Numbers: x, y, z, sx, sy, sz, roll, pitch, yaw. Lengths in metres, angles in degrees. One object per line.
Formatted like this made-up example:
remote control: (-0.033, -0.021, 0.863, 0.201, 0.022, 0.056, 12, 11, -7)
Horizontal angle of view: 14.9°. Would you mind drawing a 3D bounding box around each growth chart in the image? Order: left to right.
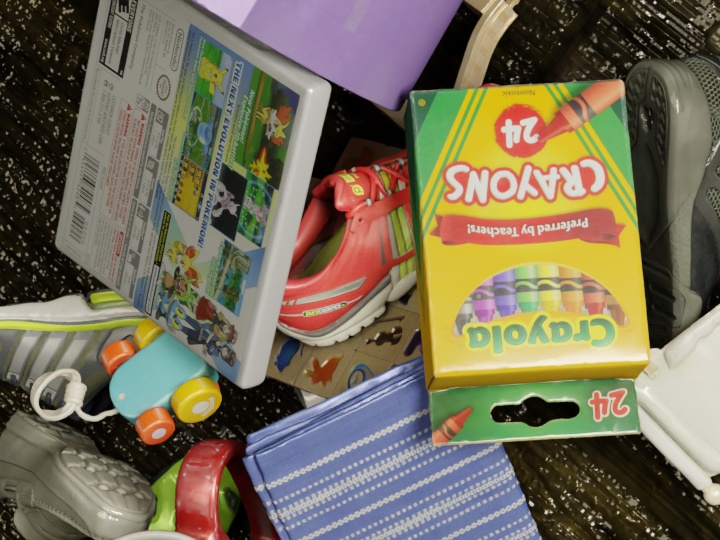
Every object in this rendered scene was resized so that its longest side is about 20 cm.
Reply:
growth chart: (0.250, 0.056, 1.597, 0.200, 0.018, 0.145, -34, 113, 14)

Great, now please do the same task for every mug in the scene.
mug: (-0.071, 0.205, 1.649, 0.133, 0.200, 0.178, 37, 98, 20)

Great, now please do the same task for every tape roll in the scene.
tape roll: (-0.042, -0.178, 1.604, 0.199, 0.200, 0.085, 32, 96, 20)

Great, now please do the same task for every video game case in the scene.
video game case: (-0.103, -0.059, 1.621, 0.182, 0.022, 0.201, 35, 124, 34)

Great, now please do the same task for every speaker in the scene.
speaker: (0.056, 0.029, 1.678, 0.200, 0.081, 0.081, -36, 74, 15)

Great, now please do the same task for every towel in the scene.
towel: (0.027, 0.150, 1.628, 0.144, 0.024, 0.201, -25, 118, -5)

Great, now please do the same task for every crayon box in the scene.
crayon box: (0.096, -0.005, 1.568, 0.126, 0.051, 0.201, -4, 77, -5)

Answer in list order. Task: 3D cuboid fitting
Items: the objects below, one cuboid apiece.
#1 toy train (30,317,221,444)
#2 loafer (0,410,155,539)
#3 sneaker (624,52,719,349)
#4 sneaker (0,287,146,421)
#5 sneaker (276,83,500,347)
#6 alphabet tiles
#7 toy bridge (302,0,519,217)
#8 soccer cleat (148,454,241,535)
toy train: (-0.120, 0.017, 1.711, 0.150, 0.056, 0.201, 11, 72, 30)
loafer: (-0.182, 0.144, 1.725, 0.200, 0.070, 0.070, 25, 96, 66)
sneaker: (0.211, -0.035, 1.624, 0.076, 0.114, 0.201, 35, 130, 55)
sneaker: (-0.204, 0.060, 1.784, 0.199, 0.074, 0.081, -11, 85, 22)
sneaker: (0.017, -0.038, 1.628, 0.200, 0.085, 0.077, -45, 42, 5)
alphabet tiles: (0.000, 0.000, 1.683, 0.199, 0.006, 0.167, 17, 73, 46)
toy bridge: (0.031, -0.094, 1.697, 0.200, 0.027, 0.067, -50, 47, 1)
soccer cleat: (-0.147, 0.195, 1.753, 0.067, 0.081, 0.200, 38, 81, -15)
